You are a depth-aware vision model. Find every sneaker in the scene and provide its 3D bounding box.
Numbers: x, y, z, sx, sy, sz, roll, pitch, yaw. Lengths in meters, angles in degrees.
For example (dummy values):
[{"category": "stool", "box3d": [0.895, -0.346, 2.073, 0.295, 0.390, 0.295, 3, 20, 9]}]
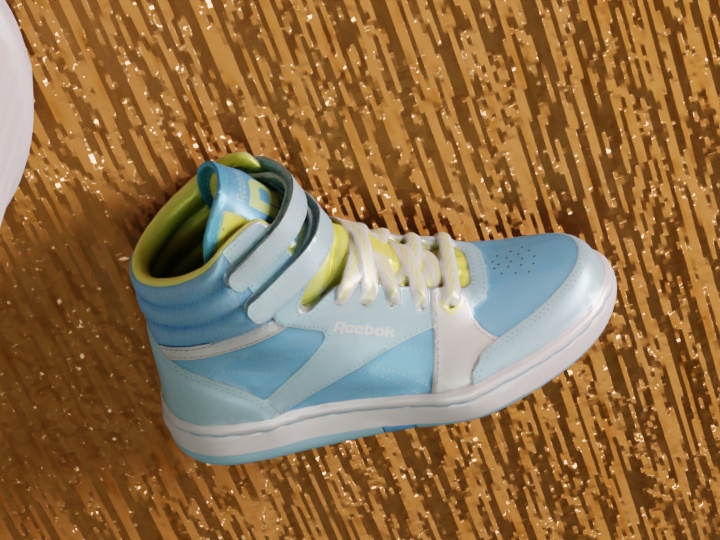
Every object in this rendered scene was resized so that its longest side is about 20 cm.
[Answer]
[{"category": "sneaker", "box3d": [0.000, 0.000, 0.931, 0.199, 0.080, 0.131, -18, 128, 2]}]

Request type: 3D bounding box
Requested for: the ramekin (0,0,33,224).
[{"category": "ramekin", "box3d": [-0.223, -0.041, 0.851, 0.201, 0.094, 0.203, -4, 126, -6]}]
